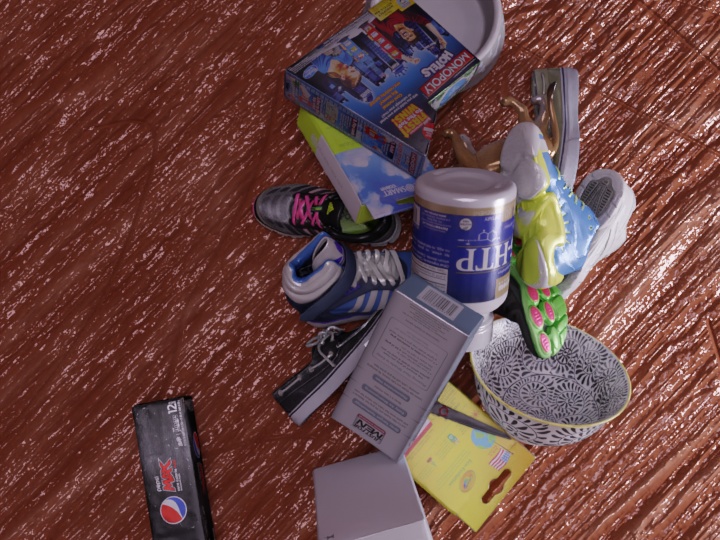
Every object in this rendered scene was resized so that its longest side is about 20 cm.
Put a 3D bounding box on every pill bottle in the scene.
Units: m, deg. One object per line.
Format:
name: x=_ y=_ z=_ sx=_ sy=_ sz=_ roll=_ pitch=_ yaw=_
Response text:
pill bottle: x=0.120 y=-0.012 z=1.056 sx=0.119 sy=0.120 sz=0.201 roll=1 pitch=113 yaw=1

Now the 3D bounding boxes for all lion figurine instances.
lion figurine: x=0.180 y=-0.140 z=1.109 sx=0.199 sy=0.072 sz=0.123 roll=-30 pitch=71 yaw=21

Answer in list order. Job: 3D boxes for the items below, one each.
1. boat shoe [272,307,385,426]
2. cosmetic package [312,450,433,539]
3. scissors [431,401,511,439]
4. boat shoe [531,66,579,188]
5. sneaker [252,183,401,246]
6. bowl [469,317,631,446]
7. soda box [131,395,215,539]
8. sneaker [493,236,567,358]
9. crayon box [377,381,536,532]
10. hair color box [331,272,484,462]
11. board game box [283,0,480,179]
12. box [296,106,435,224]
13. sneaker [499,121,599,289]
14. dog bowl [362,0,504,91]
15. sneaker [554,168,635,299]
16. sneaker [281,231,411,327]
boat shoe: x=-0.035 y=0.108 z=1.123 sx=0.068 sy=0.074 sz=0.199 roll=45 pitch=112 yaw=5
cosmetic package: x=0.028 y=0.342 z=1.023 sx=0.122 sy=0.199 sz=0.201 roll=-17 pitch=103 yaw=-1
scissors: x=0.090 y=0.177 z=1.109 sx=0.200 sy=0.014 sz=0.073 roll=37 pitch=85 yaw=3
boat shoe: x=0.251 y=-0.179 z=1.156 sx=0.062 sy=0.072 sz=0.201 roll=4 pitch=61 yaw=6
sneaker: x=-0.044 y=-0.076 z=1.150 sx=0.199 sy=0.087 sz=0.074 roll=11 pitch=84 yaw=2
bowl: x=0.224 y=0.154 z=1.100 sx=0.200 sy=0.201 sz=0.095 roll=12 pitch=125 yaw=2
soda box: x=-0.237 y=0.264 z=1.128 sx=0.070 sy=0.063 sz=0.201 roll=-11 pitch=83 yaw=0
sneaker: x=0.195 y=0.029 z=1.126 sx=0.076 sy=0.084 sz=0.201 roll=-1 pitch=53 yaw=-34
crayon box: x=0.107 y=0.220 z=1.134 sx=0.200 sy=0.051 sz=0.127 roll=41 pitch=86 yaw=5
hair color box: x=0.053 y=0.115 z=1.033 sx=0.099 sy=0.061 sz=0.201 roll=32 pitch=119 yaw=12
board game box: x=0.043 y=-0.223 z=1.104 sx=0.200 sy=0.062 sz=0.200 roll=-40 pitch=77 yaw=-19
box: x=0.016 y=-0.143 z=1.127 sx=0.121 sy=0.048 sz=0.201 roll=-17 pitch=63 yaw=-25
sneaker: x=0.230 y=-0.082 z=1.071 sx=0.105 sy=0.076 sz=0.201 roll=-12 pitch=103 yaw=-27
dog bowl: x=0.100 y=-0.338 z=1.191 sx=0.199 sy=0.059 sz=0.201 roll=0 pitch=85 yaw=1
sneaker: x=0.296 y=-0.029 z=1.147 sx=0.200 sy=0.099 sz=0.078 roll=-57 pitch=48 yaw=16
sneaker: x=0.000 y=0.000 z=1.105 sx=0.199 sy=0.147 sz=0.081 roll=-17 pitch=59 yaw=2
